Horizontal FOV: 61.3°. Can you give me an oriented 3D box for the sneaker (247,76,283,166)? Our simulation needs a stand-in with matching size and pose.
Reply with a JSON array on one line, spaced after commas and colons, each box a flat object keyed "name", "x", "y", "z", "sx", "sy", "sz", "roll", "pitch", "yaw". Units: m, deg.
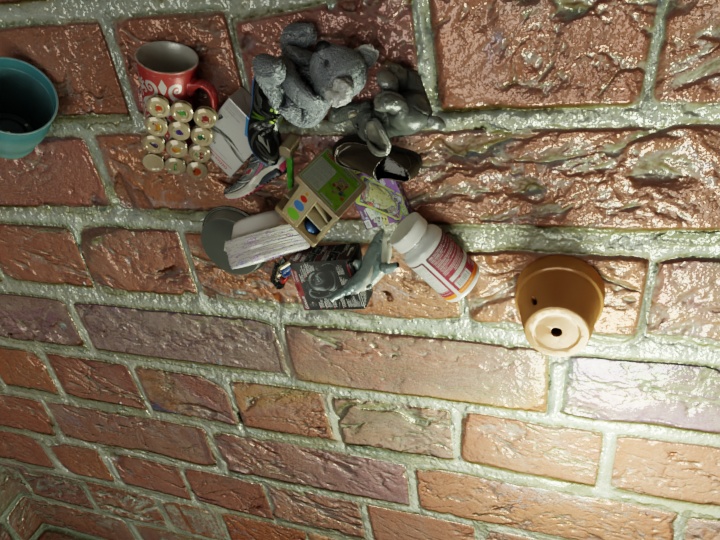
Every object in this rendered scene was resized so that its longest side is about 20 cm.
[{"name": "sneaker", "x": -0.194, "y": -0.322, "z": 1.269, "sx": 0.082, "sy": 0.069, "sz": 0.206, "roll": 17, "pitch": 106, "yaw": 61}]

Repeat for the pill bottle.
[{"name": "pill bottle", "x": 0.165, "y": -0.031, "z": 1.359, "sx": 0.199, "sy": 0.111, "sz": 0.109, "roll": 41, "pitch": 130, "yaw": -17}]

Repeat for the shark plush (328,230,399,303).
[{"name": "shark plush", "x": 0.000, "y": 0.000, "z": 1.437, "sx": 0.199, "sy": 0.091, "sz": 0.084, "roll": -39, "pitch": 106, "yaw": 4}]

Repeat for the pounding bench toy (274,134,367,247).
[{"name": "pounding bench toy", "x": -0.119, "y": -0.184, "z": 1.344, "sx": 0.200, "sy": 0.125, "sz": 0.156, "roll": 44, "pitch": 142, "yaw": -5}]

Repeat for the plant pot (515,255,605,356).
[{"name": "plant pot", "x": 0.432, "y": 0.089, "z": 1.330, "sx": 0.195, "sy": 0.141, "sz": 0.204, "roll": 11, "pitch": 128, "yaw": 14}]

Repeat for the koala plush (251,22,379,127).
[{"name": "koala plush", "x": -0.066, "y": -0.370, "z": 1.164, "sx": 0.196, "sy": 0.179, "sz": 0.186, "roll": 1, "pitch": 135, "yaw": 33}]

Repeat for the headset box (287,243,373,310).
[{"name": "headset box", "x": -0.083, "y": 0.019, "z": 1.529, "sx": 0.195, "sy": 0.078, "sz": 0.152, "roll": -3, "pitch": 123, "yaw": 25}]

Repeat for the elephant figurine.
[{"name": "elephant figurine", "x": 0.045, "y": -0.303, "z": 1.222, "sx": 0.139, "sy": 0.159, "sz": 0.200, "roll": 0, "pitch": 156, "yaw": -34}]

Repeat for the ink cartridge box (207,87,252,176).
[{"name": "ink cartridge box", "x": -0.293, "y": -0.300, "z": 1.383, "sx": 0.116, "sy": 0.067, "sz": 0.199, "roll": 43, "pitch": 129, "yaw": -14}]

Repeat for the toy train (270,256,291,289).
[{"name": "toy train", "x": -0.202, "y": 0.011, "z": 1.538, "sx": 0.046, "sy": 0.034, "sz": 0.200, "roll": 57, "pitch": 162, "yaw": 7}]

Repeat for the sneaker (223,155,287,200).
[{"name": "sneaker", "x": -0.245, "y": -0.227, "z": 1.418, "sx": 0.197, "sy": 0.081, "sz": 0.076, "roll": -27, "pitch": 98, "yaw": 27}]

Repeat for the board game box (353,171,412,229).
[{"name": "board game box", "x": 0.028, "y": -0.194, "z": 1.357, "sx": 0.118, "sy": 0.033, "sz": 0.203, "roll": -9, "pitch": 121, "yaw": 31}]

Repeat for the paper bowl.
[{"name": "paper bowl", "x": -0.224, "y": -0.078, "z": 1.443, "sx": 0.197, "sy": 0.199, "sz": 0.107, "roll": -15, "pitch": 90, "yaw": 30}]

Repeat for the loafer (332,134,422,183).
[{"name": "loafer", "x": 0.030, "y": -0.230, "z": 1.266, "sx": 0.195, "sy": 0.072, "sz": 0.074, "roll": 11, "pitch": 129, "yaw": 12}]

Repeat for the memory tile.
[{"name": "memory tile", "x": -0.401, "y": -0.288, "z": 1.340, "sx": 0.149, "sy": 0.017, "sz": 0.202, "roll": 10, "pitch": 138, "yaw": -15}]

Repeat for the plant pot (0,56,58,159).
[{"name": "plant pot", "x": -0.856, "y": -0.377, "z": 1.487, "sx": 0.199, "sy": 0.202, "sz": 0.187, "roll": 41, "pitch": 145, "yaw": -12}]

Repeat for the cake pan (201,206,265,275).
[{"name": "cake pan", "x": -0.334, "y": -0.070, "z": 1.592, "sx": 0.195, "sy": 0.037, "sz": 0.204, "roll": 12, "pitch": 128, "yaw": 14}]

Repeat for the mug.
[{"name": "mug", "x": -0.409, "y": -0.364, "z": 1.333, "sx": 0.177, "sy": 0.132, "sz": 0.203, "roll": 43, "pitch": 140, "yaw": 26}]
